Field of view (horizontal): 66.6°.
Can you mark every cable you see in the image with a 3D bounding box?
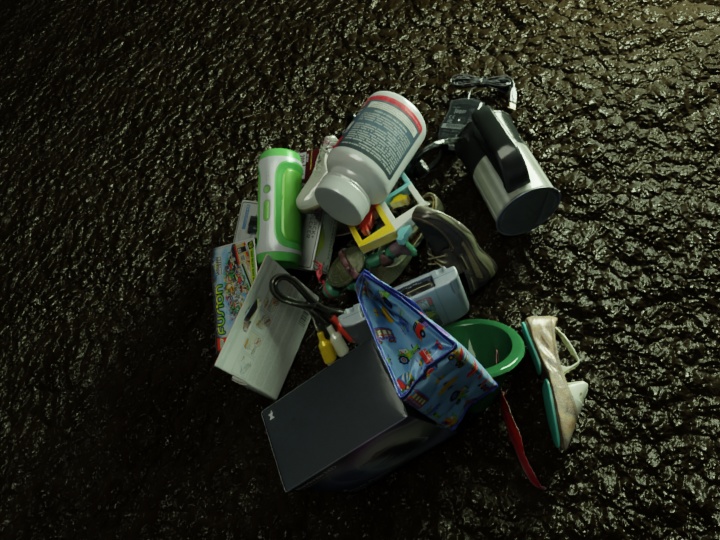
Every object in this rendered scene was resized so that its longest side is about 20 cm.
[{"bbox_3d":[-0.065,0.073,0.925,0.097,0.201,0.050,-42,23,-17],"label":"cable"}]

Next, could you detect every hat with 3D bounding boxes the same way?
[{"bbox_3d":[0.179,0.199,0.847,0.163,0.179,0.201,-8,21,12],"label":"hat"}]

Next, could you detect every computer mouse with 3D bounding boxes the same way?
[{"bbox_3d":[0.232,-0.300,1.072,0.138,0.046,0.203,6,62,18],"label":"computer mouse"}]

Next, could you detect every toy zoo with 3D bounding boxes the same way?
[{"bbox_3d":[0.033,-0.110,0.927,0.130,0.021,0.201,-31,45,6],"label":"toy zoo"}]

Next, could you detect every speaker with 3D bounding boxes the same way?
[{"bbox_3d":[-0.144,-0.109,0.981,0.087,0.088,0.204,-4,78,18],"label":"speaker"}]

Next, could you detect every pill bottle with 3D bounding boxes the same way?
[{"bbox_3d":[0.013,-0.180,0.895,0.118,0.120,0.201,21,66,28],"label":"pill bottle"}]

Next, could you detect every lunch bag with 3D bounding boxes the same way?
[{"bbox_3d":[0.067,0.093,0.732,0.094,0.150,0.200,-44,47,4],"label":"lunch bag"}]

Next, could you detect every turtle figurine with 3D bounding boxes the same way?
[{"bbox_3d":[0.000,0.000,0.943,0.200,0.100,0.151,-41,60,19],"label":"turtle figurine"}]

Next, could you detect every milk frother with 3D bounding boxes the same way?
[{"bbox_3d":[0.201,-0.155,0.944,0.199,0.179,0.190,-37,53,24],"label":"milk frother"}]

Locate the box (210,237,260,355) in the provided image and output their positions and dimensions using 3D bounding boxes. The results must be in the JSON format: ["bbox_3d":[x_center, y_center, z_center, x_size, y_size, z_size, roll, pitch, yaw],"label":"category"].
[{"bbox_3d":[-0.223,0.050,1.024,0.108,0.035,0.204,-12,77,24],"label":"box"}]

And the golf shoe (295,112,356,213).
[{"bbox_3d":[-0.054,-0.188,0.966,0.072,0.092,0.201,16,61,46],"label":"golf shoe"}]

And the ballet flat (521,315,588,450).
[{"bbox_3d":[0.292,0.155,0.802,0.066,0.068,0.203,-11,62,6],"label":"ballet flat"}]

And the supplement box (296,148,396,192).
[{"bbox_3d":[-0.030,-0.186,1.062,0.196,0.061,0.111,-8,62,15],"label":"supplement box"}]

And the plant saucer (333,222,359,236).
[{"bbox_3d":[-0.031,-0.151,1.098,0.197,0.032,0.203,-9,61,16],"label":"plant saucer"}]

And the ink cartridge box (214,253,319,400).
[{"bbox_3d":[-0.163,0.097,0.934,0.043,0.174,0.203,9,67,35],"label":"ink cartridge box"}]

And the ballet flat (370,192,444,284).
[{"bbox_3d":[0.076,-0.060,0.992,0.067,0.062,0.201,32,79,30],"label":"ballet flat"}]

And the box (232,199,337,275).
[{"bbox_3d":[-0.147,-0.066,1.058,0.197,0.060,0.119,11,86,28],"label":"box"}]

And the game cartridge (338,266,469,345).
[{"bbox_3d":[0.076,0.070,0.884,0.197,0.133,0.041,-24,58,8],"label":"game cartridge"}]

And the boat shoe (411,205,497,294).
[{"bbox_3d":[0.146,-0.026,0.874,0.074,0.199,0.074,-57,32,-8],"label":"boat shoe"}]

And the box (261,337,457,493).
[{"bbox_3d":[0.003,0.218,0.780,0.199,0.198,0.124,-35,56,14],"label":"box"}]
